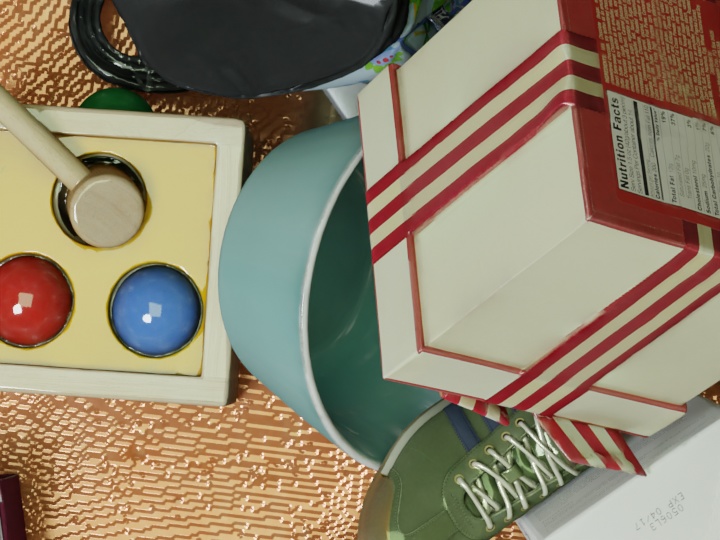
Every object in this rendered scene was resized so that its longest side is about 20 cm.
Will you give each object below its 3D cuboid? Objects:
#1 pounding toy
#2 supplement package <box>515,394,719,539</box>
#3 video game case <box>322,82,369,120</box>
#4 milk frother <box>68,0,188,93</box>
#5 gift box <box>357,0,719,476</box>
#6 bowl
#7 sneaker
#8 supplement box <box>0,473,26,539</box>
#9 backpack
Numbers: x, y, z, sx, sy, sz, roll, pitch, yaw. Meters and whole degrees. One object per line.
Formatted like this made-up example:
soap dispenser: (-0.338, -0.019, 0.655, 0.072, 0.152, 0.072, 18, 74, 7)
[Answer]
pounding toy: (-0.156, -0.031, 1.401, 0.183, 0.142, 0.201, 4, 88, 0)
supplement package: (0.163, 0.145, 1.359, 0.121, 0.200, 0.120, -34, 95, -1)
video game case: (0.068, -0.149, 1.464, 0.200, 0.022, 0.183, -34, 88, -1)
milk frother: (-0.133, -0.212, 1.383, 0.200, 0.188, 0.181, 38, 91, 4)
gift box: (0.118, -0.022, 1.220, 0.200, 0.187, 0.185, 19, 53, -28)
bowl: (0.000, 0.000, 1.362, 0.105, 0.201, 0.201, 12, 87, 40)
sneaker: (0.085, 0.087, 1.324, 0.200, 0.090, 0.067, -44, 110, -35)
supplement box: (-0.287, 0.180, 1.423, 0.199, 0.086, 0.111, -7, 87, 0)
backpack: (-0.012, -0.164, 1.358, 0.163, 0.200, 0.154, -9, 123, 26)
